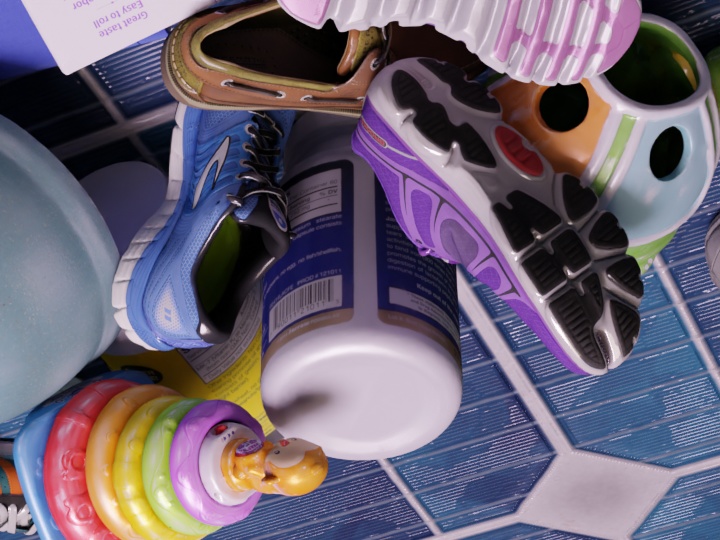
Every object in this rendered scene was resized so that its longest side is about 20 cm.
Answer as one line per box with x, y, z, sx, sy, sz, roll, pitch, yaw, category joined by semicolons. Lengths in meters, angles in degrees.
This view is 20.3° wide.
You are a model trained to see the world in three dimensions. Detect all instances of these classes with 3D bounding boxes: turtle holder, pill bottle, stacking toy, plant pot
0.151;-0.075;1.137;0.184;0.142;0.132;9;143;-19;turtle holder
0.000;0.000;1.178;0.115;0.201;0.116;0;140;0;pill bottle
-0.113;0.029;1.271;0.114;0.115;0.200;-19;136;18;pill bottle
-0.094;0.112;1.136;0.199;0.116;0.110;-8;105;45;stacking toy
-0.251;0.018;1.143;0.199;0.134;0.201;19;136;19;plant pot

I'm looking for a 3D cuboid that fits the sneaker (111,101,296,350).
-0.065;-0.045;1.141;0.089;0.201;0.078;10;167;43;sneaker

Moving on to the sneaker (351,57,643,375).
0.072;-0.023;1.071;0.080;0.200;0.084;-28;163;-38;sneaker

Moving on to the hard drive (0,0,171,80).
-0.222;-0.159;1.120;0.199;0.025;0.132;-13;138;12;hard drive

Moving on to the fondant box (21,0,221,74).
-0.128;-0.213;1.010;0.144;0.058;0.200;-25;138;-1;fondant box

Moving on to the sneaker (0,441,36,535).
-0.283;0.164;1.441;0.199;0.080;0.071;18;135;-22;sneaker

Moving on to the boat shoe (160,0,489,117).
-0.007;-0.120;1.099;0.199;0.073;0.068;-11;179;-19;boat shoe

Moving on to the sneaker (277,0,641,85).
0.049;-0.159;1.042;0.199;0.089;0.081;13;117;-12;sneaker

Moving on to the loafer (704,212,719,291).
0.286;-0.047;1.235;0.070;0.070;0.200;17;135;-21;loafer

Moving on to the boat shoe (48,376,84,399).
-0.168;0.121;1.325;0.074;0.066;0.200;48;163;-19;boat shoe
